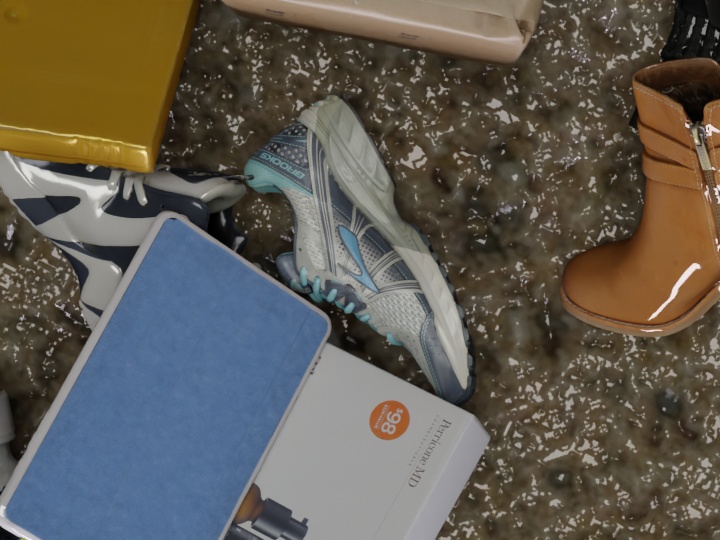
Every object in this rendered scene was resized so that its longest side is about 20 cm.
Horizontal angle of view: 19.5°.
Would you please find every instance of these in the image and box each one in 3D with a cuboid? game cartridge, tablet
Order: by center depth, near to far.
[{"bbox_3d":[-0.108,0.082,1.181,0.130,0.014,0.201,34,74,-24],"label":"tablet"},{"bbox_3d":[-0.201,-0.140,1.227,0.199,0.033,0.177,9,52,3],"label":"game cartridge"}]

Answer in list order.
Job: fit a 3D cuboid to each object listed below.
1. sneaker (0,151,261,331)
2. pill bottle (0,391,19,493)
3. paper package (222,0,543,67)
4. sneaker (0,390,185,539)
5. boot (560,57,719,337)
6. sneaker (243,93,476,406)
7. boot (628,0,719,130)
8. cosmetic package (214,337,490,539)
[{"bbox_3d":[-0.131,-0.053,1.237,0.129,0.079,0.200,-27,91,19],"label":"sneaker"},{"bbox_3d":[-0.233,0.179,1.250,0.110,0.111,0.201,-10,92,4],"label":"pill bottle"},{"bbox_3d":[0.012,-0.185,1.177,0.190,0.200,0.104,11,93,3],"label":"paper package"},{"bbox_3d":[-0.143,0.127,1.211,0.200,0.066,0.079,-45,120,-23],"label":"sneaker"},{"bbox_3d":[0.177,-0.041,1.177,0.077,0.199,0.156,-53,127,-34],"label":"boot"},{"bbox_3d":[0.000,0.000,1.248,0.086,0.078,0.201,-29,80,-2],"label":"sneaker"},{"bbox_3d":[0.270,-0.124,1.209,0.210,0.079,0.158,23,94,16],"label":"boot"},{"bbox_3d":[-0.038,0.145,1.219,0.150,0.052,0.201,25,78,22],"label":"cosmetic package"}]
